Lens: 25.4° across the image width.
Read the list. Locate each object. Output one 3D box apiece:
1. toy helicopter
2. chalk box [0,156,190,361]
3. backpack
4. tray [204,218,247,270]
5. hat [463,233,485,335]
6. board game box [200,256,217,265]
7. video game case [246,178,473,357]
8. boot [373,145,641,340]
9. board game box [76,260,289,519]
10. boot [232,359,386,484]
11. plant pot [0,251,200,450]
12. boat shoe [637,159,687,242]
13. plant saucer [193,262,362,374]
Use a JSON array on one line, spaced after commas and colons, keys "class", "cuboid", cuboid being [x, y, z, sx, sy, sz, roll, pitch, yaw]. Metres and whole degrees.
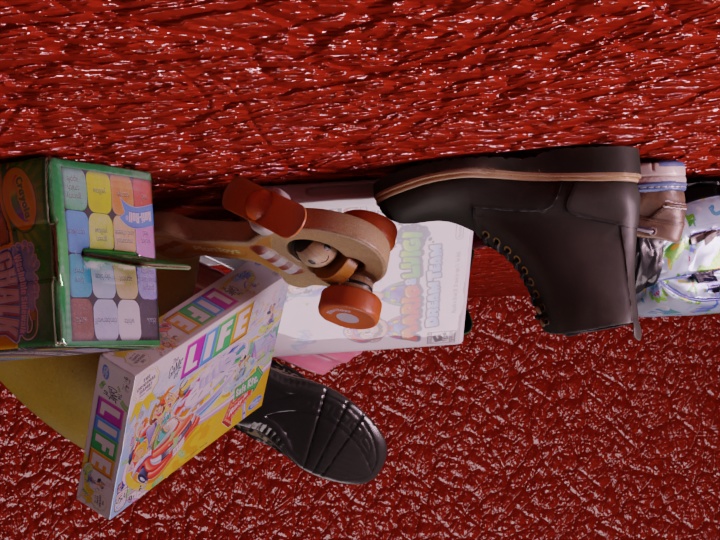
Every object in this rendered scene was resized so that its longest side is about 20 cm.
[{"class": "toy helicopter", "cuboid": [-0.075, -0.023, 1.178, 0.198, 0.080, 0.132, 5, 157, 21]}, {"class": "chalk box", "cuboid": [-0.213, -0.006, 1.066, 0.198, 0.125, 0.124, -7, 175, 23]}, {"class": "backpack", "cuboid": [0.287, -0.021, 1.404, 0.199, 0.155, 0.163, -23, -179, -25]}, {"class": "tray", "cuboid": [-0.040, -0.004, 1.361, 0.199, 0.022, 0.107, 28, 148, -35]}, {"class": "hat", "cuboid": [0.074, -0.051, 1.480, 0.199, 0.177, 0.166, 29, -160, 7]}, {"class": "board game box", "cuboid": [-0.194, -0.022, 1.574, 0.197, 0.026, 0.200, -4, 176, -2]}, {"class": "video game case", "cuboid": [0.000, 0.000, 1.309, 0.180, 0.024, 0.201, -4, 141, -4]}, {"class": "boot", "cuboid": [0.108, -0.013, 1.170, 0.198, 0.140, 0.077, -5, 176, 22]}, {"class": "board game box", "cuboid": [-0.132, 0.085, 1.217, 0.034, 0.136, 0.200, 27, -146, 21]}, {"class": "boot", "cuboid": [-0.078, 0.114, 1.438, 0.202, 0.074, 0.154, 28, 180, -16]}, {"class": "plant pot", "cuboid": [-0.236, 0.030, 1.286, 0.141, 0.202, 0.200, 24, 166, -19]}, {"class": "boat shoe", "cuboid": [0.165, -0.042, 1.288, 0.198, 0.073, 0.072, -6, 176, 32]}, {"class": "plant saucer", "cuboid": [-0.093, 0.044, 1.473, 0.199, 0.051, 0.201, 25, 178, 1]}]
